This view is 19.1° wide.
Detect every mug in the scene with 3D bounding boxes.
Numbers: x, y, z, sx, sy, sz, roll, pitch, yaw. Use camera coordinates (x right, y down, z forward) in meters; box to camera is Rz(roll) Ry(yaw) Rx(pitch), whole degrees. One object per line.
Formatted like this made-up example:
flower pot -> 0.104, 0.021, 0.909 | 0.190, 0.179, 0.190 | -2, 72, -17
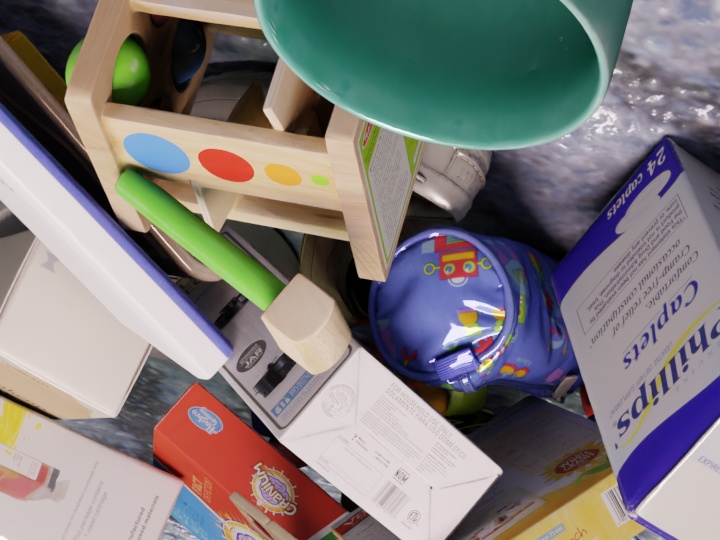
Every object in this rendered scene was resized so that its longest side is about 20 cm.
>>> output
mug -> 0.036, -0.148, 0.874 | 0.151, 0.115, 0.185 | 3, 149, 28

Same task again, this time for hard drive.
hard drive -> -0.157, -0.033, 1.088 | 0.200, 0.025, 0.132 | 48, 169, -29

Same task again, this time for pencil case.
pencil case -> 0.073, 0.027, 1.144 | 0.078, 0.088, 0.200 | -25, 166, 19

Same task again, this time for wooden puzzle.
wooden puzzle -> -0.165, -0.069, 1.150 | 0.200, 0.037, 0.185 | 45, 166, -18

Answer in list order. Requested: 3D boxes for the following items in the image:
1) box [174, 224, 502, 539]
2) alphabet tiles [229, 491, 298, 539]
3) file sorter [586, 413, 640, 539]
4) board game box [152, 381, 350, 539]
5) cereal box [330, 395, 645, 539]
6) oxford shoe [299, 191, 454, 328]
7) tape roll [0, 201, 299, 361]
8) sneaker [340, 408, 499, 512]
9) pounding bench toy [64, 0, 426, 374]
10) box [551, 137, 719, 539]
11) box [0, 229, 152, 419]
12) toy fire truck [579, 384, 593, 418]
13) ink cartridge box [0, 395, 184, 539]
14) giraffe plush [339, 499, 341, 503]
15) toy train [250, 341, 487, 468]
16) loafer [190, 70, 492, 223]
box -> -0.021, 0.058, 1.120 | 0.117, 0.060, 0.200 | 41, 179, -28
alphabet tiles -> 0.019, 0.213, 1.186 | 0.167, 0.008, 0.200 | 32, 163, 40
file sorter -> 0.149, 0.165, 1.204 | 0.200, 0.139, 0.123 | -37, 104, 27
board game box -> -0.042, 0.169, 1.318 | 0.200, 0.040, 0.153 | 40, 159, 10
cereal box -> 0.071, 0.130, 1.136 | 0.040, 0.143, 0.200 | 59, 172, -10
oxford shoe -> 0.000, 0.000, 1.219 | 0.070, 0.075, 0.200 | 20, 153, -7
tape roll -> -0.133, -0.004, 1.336 | 0.201, 0.037, 0.203 | 13, 153, 7
sneaker -> 0.088, 0.118, 1.329 | 0.198, 0.085, 0.075 | 0, 130, 7
pounding bench toy -> -0.062, -0.059, 1.005 | 0.154, 0.201, 0.125 | 10, 153, 13
box -> 0.206, 0.063, 1.057 | 0.183, 0.201, 0.105 | 30, 115, -24
box -> -0.200, 0.036, 1.282 | 0.095, 0.078, 0.200 | 31, 163, -20
toy fire truck -> 0.239, 0.103, 1.299 | 0.198, 0.049, 0.141 | 9, 155, 22
ink cartridge box -> -0.226, 0.130, 1.324 | 0.199, 0.084, 0.145 | 27, 164, -11
giraffe plush -> 0.062, 0.178, 1.440 | 0.199, 0.174, 0.162 | 17, 147, -39
toy train -> 0.032, 0.079, 1.277 | 0.115, 0.086, 0.199 | -12, -166, -39
loafer -> -0.029, -0.060, 1.128 | 0.198, 0.070, 0.070 | 4, 150, 25
